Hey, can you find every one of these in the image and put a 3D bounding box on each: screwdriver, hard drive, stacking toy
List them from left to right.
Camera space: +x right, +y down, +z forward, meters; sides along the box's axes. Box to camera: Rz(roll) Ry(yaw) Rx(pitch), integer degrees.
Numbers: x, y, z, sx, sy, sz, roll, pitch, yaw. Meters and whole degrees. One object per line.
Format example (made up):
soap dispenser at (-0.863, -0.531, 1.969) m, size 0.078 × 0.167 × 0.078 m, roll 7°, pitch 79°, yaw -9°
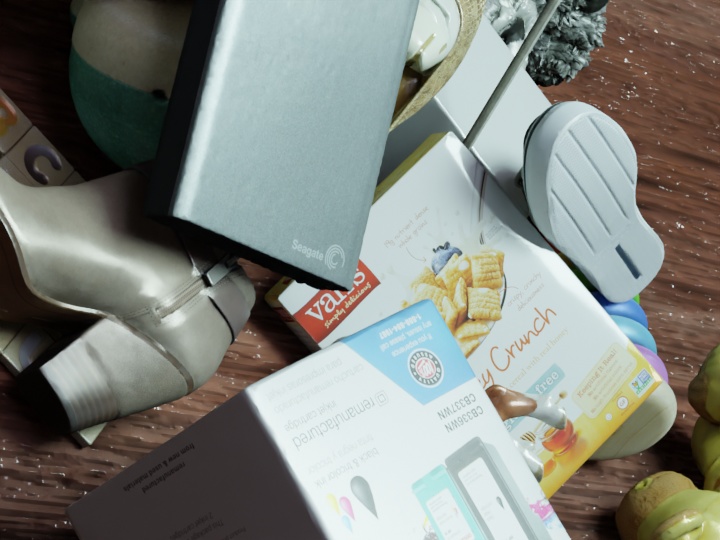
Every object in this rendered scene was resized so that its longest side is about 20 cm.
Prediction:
hard drive at (-0.036, -0.103, 1.203) m, size 0.139 × 0.033 × 0.201 m, roll 23°, pitch 76°, yaw -46°
screwdriver at (0.072, -0.082, 1.361) m, size 0.029 × 0.200 × 0.028 m, roll 28°, pitch 21°, yaw -20°
stacking toy at (0.145, 0.020, 1.479) m, size 0.085 × 0.085 × 0.201 m, roll 26°, pitch 41°, yaw -34°

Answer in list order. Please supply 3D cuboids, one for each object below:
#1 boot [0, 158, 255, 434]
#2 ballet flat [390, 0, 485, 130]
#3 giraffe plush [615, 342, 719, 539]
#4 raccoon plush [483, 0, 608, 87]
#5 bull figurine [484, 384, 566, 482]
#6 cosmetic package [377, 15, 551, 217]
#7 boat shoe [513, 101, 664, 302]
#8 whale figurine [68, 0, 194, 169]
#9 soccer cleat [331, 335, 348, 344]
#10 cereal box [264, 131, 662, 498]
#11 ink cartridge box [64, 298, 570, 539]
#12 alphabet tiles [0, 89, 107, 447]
boot at (-0.137, -0.019, 1.170) m, size 0.146 × 0.070 × 0.201 m, roll -40°, pitch 114°, yaw -39°
ballet flat at (0.012, -0.113, 1.337) m, size 0.070 × 0.065 × 0.200 m, roll 37°, pitch 84°, yaw -6°
giraffe plush at (0.233, 0.158, 1.428) m, size 0.162 × 0.200 × 0.173 m, roll -31°, pitch 105°, yaw -18°
raccoon plush at (0.075, -0.194, 1.561) m, size 0.133 × 0.097 × 0.200 m, roll 5°, pitch 31°, yaw -33°
bull figurine at (0.047, 0.151, 1.216) m, size 0.121 × 0.065 × 0.201 m, roll -2°, pitch 94°, yaw -16°
cosmetic package at (0.037, -0.116, 1.441) m, size 0.200 × 0.081 × 0.113 m, roll 49°, pitch 37°, yaw -9°
boat shoe at (0.123, -0.045, 1.366) m, size 0.071 × 0.072 × 0.200 m, roll 40°, pitch -10°, yaw 31°
whale figurine at (-0.092, -0.111, 1.299) m, size 0.158 × 0.104 × 0.200 m, roll 17°, pitch 20°, yaw 3°
soccer cleat at (0.039, 0.125, 1.286) m, size 0.077 × 0.069 × 0.201 m, roll -24°, pitch 91°, yaw -33°
cereal box at (0.061, 0.039, 1.334) m, size 0.144 × 0.040 × 0.200 m, roll -45°, pitch 102°, yaw -11°
ink cartridge box at (-0.003, 0.147, 1.064) m, size 0.147 × 0.146 × 0.201 m, roll -25°, pitch 83°, yaw -50°
alphabet tiles at (-0.186, -0.009, 1.188) m, size 0.200 × 0.008 × 0.167 m, roll 48°, pitch 39°, yaw -12°
